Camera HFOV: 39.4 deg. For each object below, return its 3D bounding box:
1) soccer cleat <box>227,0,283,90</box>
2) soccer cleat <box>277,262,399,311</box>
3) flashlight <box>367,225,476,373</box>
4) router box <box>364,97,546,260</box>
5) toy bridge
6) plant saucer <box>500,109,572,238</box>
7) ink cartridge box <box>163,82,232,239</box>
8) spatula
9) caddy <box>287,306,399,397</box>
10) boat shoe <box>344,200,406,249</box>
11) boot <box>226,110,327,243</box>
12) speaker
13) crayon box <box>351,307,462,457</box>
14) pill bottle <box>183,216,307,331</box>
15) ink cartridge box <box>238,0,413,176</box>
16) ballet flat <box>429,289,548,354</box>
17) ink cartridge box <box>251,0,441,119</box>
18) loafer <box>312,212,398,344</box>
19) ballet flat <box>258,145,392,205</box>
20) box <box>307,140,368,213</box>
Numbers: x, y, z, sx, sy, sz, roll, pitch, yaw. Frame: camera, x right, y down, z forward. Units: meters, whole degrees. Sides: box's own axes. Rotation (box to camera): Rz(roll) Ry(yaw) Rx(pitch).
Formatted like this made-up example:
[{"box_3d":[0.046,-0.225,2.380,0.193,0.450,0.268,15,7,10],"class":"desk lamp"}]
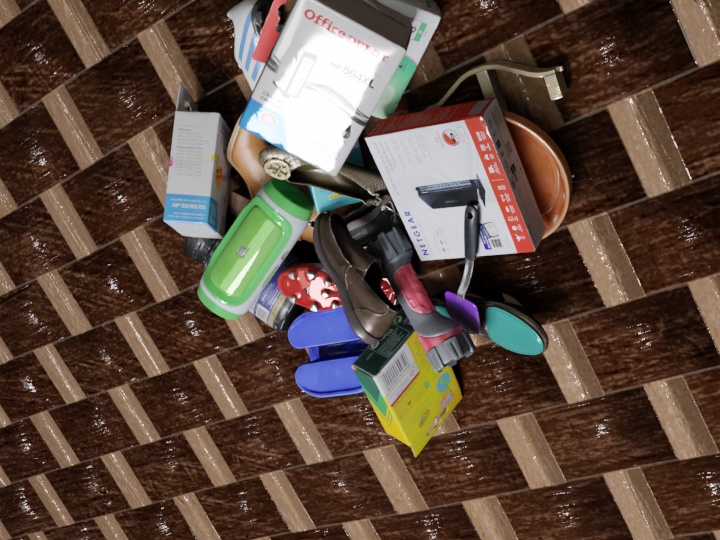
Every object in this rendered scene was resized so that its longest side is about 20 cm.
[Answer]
[{"box_3d":[-0.132,-0.280,1.405,0.086,0.070,0.202,7,117,43],"class":"soccer cleat"},{"box_3d":[-0.020,0.016,1.458,0.197,0.085,0.070,-1,111,10],"class":"soccer cleat"},{"box_3d":[0.082,0.036,1.361,0.067,0.068,0.202,-26,80,-5],"class":"flashlight"},{"box_3d":[0.124,-0.111,1.298,0.178,0.049,0.201,-5,124,37],"class":"router box"},{"box_3d":[0.167,-0.230,1.281,0.198,0.027,0.068,-13,108,35],"class":"toy bridge"},{"box_3d":[0.181,-0.123,1.310,0.198,0.032,0.202,19,135,20],"class":"plant saucer"},{"box_3d":[-0.229,-0.156,1.451,0.067,0.115,0.203,4,82,4],"class":"ink cartridge box"},{"box_3d":[0.140,-0.001,1.326,0.056,0.020,0.202,25,131,31],"class":"spatula"},{"box_3d":[-0.014,0.117,1.524,0.198,0.104,0.143,-11,89,37],"class":"caddy"},{"box_3d":[0.024,-0.067,1.430,0.199,0.057,0.067,-32,98,37],"class":"boat shoe"},{"box_3d":[-0.112,-0.137,1.463,0.153,0.074,0.202,21,134,18],"class":"boot"},{"box_3d":[-0.150,-0.030,1.424,0.088,0.088,0.201,38,107,6],"class":"speaker"},{"box_3d":[0.072,0.162,1.454,0.050,0.127,0.201,23,149,40],"class":"crayon box"},{"box_3d":[-0.168,-0.005,1.536,0.199,0.112,0.112,35,127,8],"class":"pill bottle"},{"box_3d":[-0.044,-0.242,1.246,0.145,0.085,0.201,26,125,-8],"class":"ink cartridge box"},{"box_3d":[0.181,0.061,1.400,0.198,0.068,0.069,16,126,32],"class":"ballet flat"},{"box_3d":[-0.019,-0.293,1.274,0.198,0.050,0.162,13,127,-22],"class":"ink cartridge box"},{"box_3d":[0.000,0.000,1.361,0.071,0.073,0.202,-33,67,20],"class":"loafer"},{"box_3d":[-0.042,-0.124,1.346,0.198,0.047,0.067,13,155,-22],"class":"ballet flat"},{"box_3d":[-0.048,-0.188,1.386,0.081,0.049,0.202,-17,113,-9],"class":"box"}]
